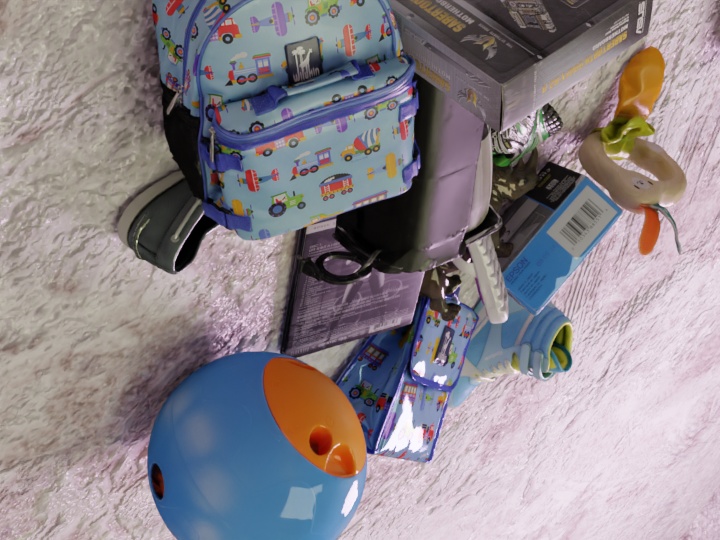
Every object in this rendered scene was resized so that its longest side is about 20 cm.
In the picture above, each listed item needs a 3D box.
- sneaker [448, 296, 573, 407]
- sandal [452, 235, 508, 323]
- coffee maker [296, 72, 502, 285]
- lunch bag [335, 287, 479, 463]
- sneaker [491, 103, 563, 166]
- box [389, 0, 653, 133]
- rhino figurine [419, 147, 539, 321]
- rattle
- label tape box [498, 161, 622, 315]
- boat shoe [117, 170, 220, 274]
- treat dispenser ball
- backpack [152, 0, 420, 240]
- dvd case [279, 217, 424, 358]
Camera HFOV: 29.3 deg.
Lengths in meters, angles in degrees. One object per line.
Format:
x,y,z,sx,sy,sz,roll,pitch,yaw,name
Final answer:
0.175,0.111,1.649,0.079,0.131,0.200,-4,130,-56,sneaker
0.099,-0.032,1.351,0.050,0.082,0.203,-15,112,12,sandal
0.045,-0.107,1.140,0.192,0.134,0.200,-50,152,-46,coffee maker
0.056,0.103,1.535,0.151,0.094,0.200,21,96,-60,lunch bag
0.133,-0.150,1.301,0.085,0.078,0.200,-46,153,1,sneaker
0.092,-0.205,1.033,0.158,0.200,0.048,-36,147,-23,box
0.119,-0.049,1.421,0.087,0.060,0.200,36,95,-33,rhino figurine
0.321,-0.125,1.483,0.143,0.130,0.200,-50,-162,25,rattle
0.190,-0.043,1.513,0.144,0.063,0.200,-50,-166,2,label tape box
-0.096,-0.067,1.091,0.200,0.062,0.073,-37,149,-22,boat shoe
-0.094,0.174,1.257,0.201,0.201,0.201,-35,150,-24,treat dispenser ball
-0.049,-0.144,0.954,0.182,0.135,0.200,-16,137,-15,backpack
0.000,0.000,1.334,0.148,0.016,0.200,-15,142,-24,dvd case
